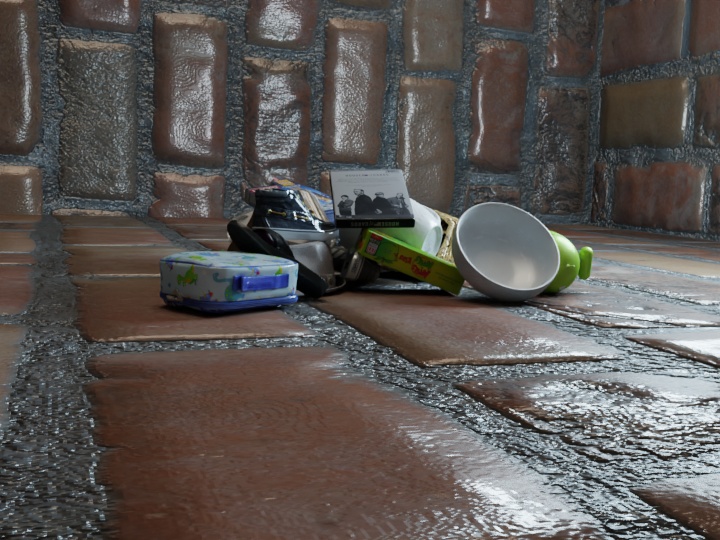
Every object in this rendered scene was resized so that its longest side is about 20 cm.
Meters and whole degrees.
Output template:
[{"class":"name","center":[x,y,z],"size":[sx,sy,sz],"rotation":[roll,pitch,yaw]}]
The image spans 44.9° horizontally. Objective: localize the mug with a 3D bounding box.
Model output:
[{"class":"mug","center":[0.083,-0.090,1.775],"size":[0.175,0.148,0.200],"rotation":[24,34,26]}]

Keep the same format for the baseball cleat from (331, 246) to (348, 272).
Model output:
[{"class":"baseball cleat","center":[-0.074,-0.014,1.790],"size":[0.199,0.107,0.070],"rotation":[26,-42,-30]}]

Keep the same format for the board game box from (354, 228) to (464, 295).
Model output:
[{"class":"board game box","center":[0.092,-0.020,1.629],"size":[0.199,0.048,0.102],"rotation":[23,5,-9]}]

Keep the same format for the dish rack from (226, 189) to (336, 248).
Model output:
[{"class":"dish rack","center":[-0.162,-0.079,1.720],"size":[0.199,0.044,0.172],"rotation":[-24,53,-4]}]

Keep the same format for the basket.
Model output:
[{"class":"basket","center":[0.119,-0.065,1.874],"size":[0.199,0.144,0.149],"rotation":[8,3,38]}]

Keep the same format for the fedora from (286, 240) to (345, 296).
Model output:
[{"class":"fedora","center":[-0.118,-0.010,1.590],"size":[0.176,0.091,0.200],"rotation":[7,8,35]}]

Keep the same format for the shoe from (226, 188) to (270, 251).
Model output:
[{"class":"shoe","center":[-0.195,-0.057,1.624],"size":[0.053,0.201,0.070],"rotation":[18,22,-37]}]

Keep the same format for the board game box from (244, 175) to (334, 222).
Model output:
[{"class":"board game box","center":[-0.154,-0.142,1.899],"size":[0.199,0.062,0.200],"rotation":[28,25,31]}]

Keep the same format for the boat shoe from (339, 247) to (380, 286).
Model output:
[{"class":"boat shoe","center":[0.000,0.000,1.685],"size":[0.063,0.071,0.200],"rotation":[20,2,-7]}]

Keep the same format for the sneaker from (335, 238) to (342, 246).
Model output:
[{"class":"sneaker","center":[-0.042,-0.051,1.942],"size":[0.199,0.083,0.072],"rotation":[-5,35,-19]}]

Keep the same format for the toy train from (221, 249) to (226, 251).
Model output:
[{"class":"toy train","center":[-0.289,-0.012,1.788],"size":[0.056,0.042,0.200],"rotation":[-9,9,-12]}]

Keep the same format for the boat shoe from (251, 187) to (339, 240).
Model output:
[{"class":"boat shoe","center":[-0.111,-0.101,1.578],"size":[0.071,0.091,0.200],"rotation":[6,5,41]}]

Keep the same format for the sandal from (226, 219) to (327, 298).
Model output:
[{"class":"sandal","center":[-0.139,-0.026,1.486],"size":[0.200,0.048,0.075],"rotation":[36,-30,-3]}]

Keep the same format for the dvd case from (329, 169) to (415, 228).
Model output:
[{"class":"dvd case","center":[0.019,-0.141,1.683],"size":[0.149,0.025,0.200],"rotation":[-1,33,-5]}]

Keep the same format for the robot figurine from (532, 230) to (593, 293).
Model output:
[{"class":"robot figurine","center":[0.367,-0.019,1.721],"size":[0.174,0.116,0.200],"rotation":[-4,7,4]}]

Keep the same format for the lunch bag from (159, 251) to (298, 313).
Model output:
[{"class":"lunch bag","center":[-0.204,0.016,1.370],"size":[0.160,0.083,0.199],"rotation":[7,7,39]}]

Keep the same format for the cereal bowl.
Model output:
[{"class":"cereal bowl","center":[0.255,-0.023,1.587],"size":[0.199,0.201,0.083],"rotation":[0,-35,-17]}]
